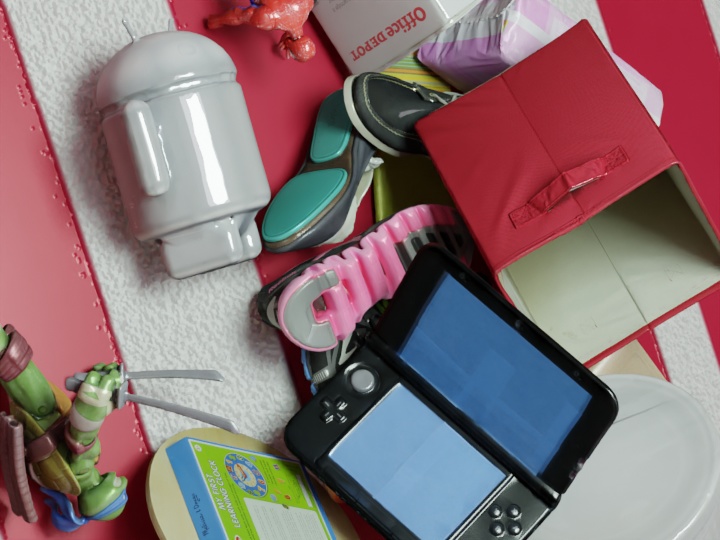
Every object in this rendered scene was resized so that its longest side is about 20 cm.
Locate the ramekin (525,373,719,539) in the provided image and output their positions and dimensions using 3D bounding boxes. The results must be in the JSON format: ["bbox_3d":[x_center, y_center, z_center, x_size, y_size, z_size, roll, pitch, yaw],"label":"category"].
[{"bbox_3d":[0.200,0.187,1.589,0.203,0.201,0.095,-55,139,-29],"label":"ramekin"}]

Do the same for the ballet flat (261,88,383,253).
[{"bbox_3d":[-0.022,-0.066,1.623,0.073,0.073,0.201,43,42,-20],"label":"ballet flat"}]

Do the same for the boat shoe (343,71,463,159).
[{"bbox_3d":[0.064,-0.130,1.666,0.199,0.067,0.072,17,59,-45],"label":"boat shoe"}]

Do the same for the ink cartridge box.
[{"bbox_3d":[0.006,-0.277,1.640,0.083,0.145,0.201,-37,97,-35],"label":"ink cartridge box"}]

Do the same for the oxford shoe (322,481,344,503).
[{"bbox_3d":[0.041,0.117,1.626,0.199,0.072,0.073,-21,57,-33],"label":"oxford shoe"}]

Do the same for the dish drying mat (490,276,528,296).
[{"bbox_3d":[0.109,0.107,1.691,0.076,0.018,0.201,25,79,-5],"label":"dish drying mat"}]

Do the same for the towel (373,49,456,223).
[{"bbox_3d":[0.042,-0.128,1.726,0.085,0.018,0.202,1,80,-31],"label":"towel"}]

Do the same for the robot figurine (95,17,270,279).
[{"bbox_3d":[-0.138,-0.098,1.534,0.170,0.112,0.202,-13,88,-75],"label":"robot figurine"}]

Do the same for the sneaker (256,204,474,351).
[{"bbox_3d":[0.000,0.000,1.619,0.199,0.095,0.080,-24,102,-28],"label":"sneaker"}]

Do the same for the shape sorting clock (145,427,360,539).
[{"bbox_3d":[-0.078,0.200,1.513,0.199,0.039,0.201,33,27,-19],"label":"shape sorting clock"}]

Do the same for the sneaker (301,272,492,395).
[{"bbox_3d":[0.031,0.045,1.642,0.199,0.082,0.071,-27,96,-34],"label":"sneaker"}]

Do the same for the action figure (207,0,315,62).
[{"bbox_3d":[-0.103,-0.239,1.625,0.065,0.099,0.201,-27,74,-32],"label":"action figure"}]

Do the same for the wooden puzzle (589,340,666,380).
[{"bbox_3d":[0.212,0.175,1.733,0.186,0.046,0.200,-50,122,-14],"label":"wooden puzzle"}]

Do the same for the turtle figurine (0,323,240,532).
[{"bbox_3d":[-0.203,0.071,1.443,0.194,0.200,0.144,47,24,-13],"label":"turtle figurine"}]

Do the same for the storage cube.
[{"bbox_3d":[0.173,-0.056,1.613,0.200,0.170,0.180,51,10,-50],"label":"storage cube"}]

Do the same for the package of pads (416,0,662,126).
[{"bbox_3d":[0.159,-0.171,1.735,0.199,0.120,0.076,31,74,-34],"label":"package of pads"}]

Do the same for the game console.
[{"bbox_3d":[0.064,0.115,1.511,0.200,0.119,0.172,40,68,16],"label":"game console"}]
